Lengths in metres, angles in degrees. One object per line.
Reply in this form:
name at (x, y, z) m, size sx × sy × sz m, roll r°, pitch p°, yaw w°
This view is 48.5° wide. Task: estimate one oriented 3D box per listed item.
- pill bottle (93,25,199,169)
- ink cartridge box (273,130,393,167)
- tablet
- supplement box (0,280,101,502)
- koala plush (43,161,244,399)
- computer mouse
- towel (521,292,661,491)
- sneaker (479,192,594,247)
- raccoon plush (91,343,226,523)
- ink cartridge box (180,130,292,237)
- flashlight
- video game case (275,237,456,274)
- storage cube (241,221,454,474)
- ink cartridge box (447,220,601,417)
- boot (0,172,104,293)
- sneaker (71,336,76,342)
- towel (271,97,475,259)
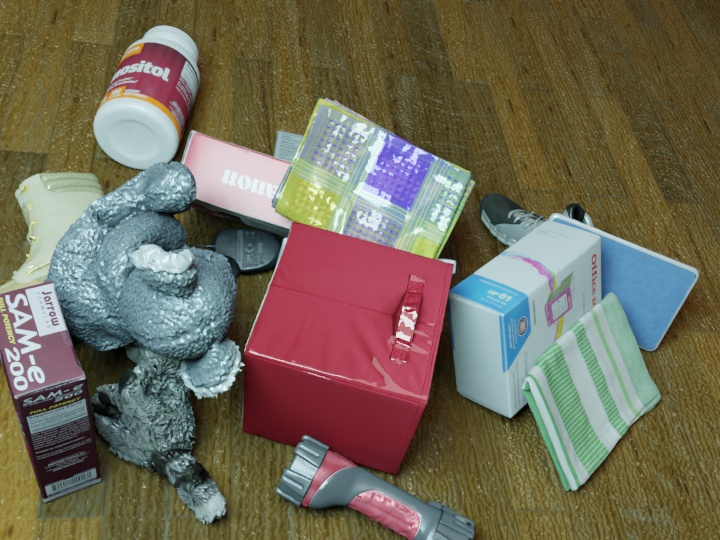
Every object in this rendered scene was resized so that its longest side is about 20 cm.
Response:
pill bottle at (-0.285, -0.244, 1.100) m, size 0.111 × 0.114 × 0.202 m, roll 10°, pitch 49°, yaw -6°
ink cartridge box at (0.015, -0.134, 1.029) m, size 0.199 × 0.044 × 0.172 m, roll 19°, pitch 13°, yaw 40°
tablet at (0.314, 0.017, 1.031) m, size 0.198 × 0.131 × 0.014 m, roll 22°, pitch 29°, yaw 4°
supplement box at (-0.288, 0.117, 0.739) m, size 0.060 × 0.201 × 0.109 m, roll -16°, pitch 56°, yaw -25°
koala plush at (-0.183, 0.022, 0.744) m, size 0.183 × 0.179 × 0.199 m, roll -30°, pitch 36°, yaw -25°
computer mouse at (-0.196, -0.025, 1.000) m, size 0.197 × 0.034 × 0.059 m, roll 3°, pitch 71°, yaw -6°
towel at (0.273, 0.139, 0.934) m, size 0.199 × 0.023 × 0.154 m, roll -32°, pitch 100°, yaw -34°
sneaker at (0.254, -0.065, 1.088) m, size 0.075 × 0.116 × 0.200 m, roll -29°, pitch 63°, yaw -32°
raccoon plush at (-0.187, 0.152, 0.840) m, size 0.201 × 0.096 × 0.134 m, roll 57°, pitch 39°, yaw -6°
ink cartridge box at (-0.116, -0.094, 0.971) m, size 0.198 × 0.176 × 0.085 m, roll 17°, pitch 88°, yaw 0°
flashlight at (0.014, 0.242, 0.807) m, size 0.198 × 0.068 × 0.068 m, roll 29°, pitch 7°, yaw 6°
video game case at (0.000, 0.000, 0.956) m, size 0.197 × 0.143 × 0.018 m, roll 8°, pitch 76°, yaw -8°
storage cube at (-0.016, 0.082, 0.843) m, size 0.177 × 0.201 × 0.172 m, roll 15°, pitch 54°, yaw 2°
ink cartridge box at (0.201, 0.052, 0.948) m, size 0.084 × 0.146 × 0.199 m, roll 19°, pitch 41°, yaw 41°
boot at (-0.341, -0.019, 0.839) m, size 0.198 × 0.073 × 0.156 m, roll -24°, pitch 67°, yaw -26°
sneaker at (-0.321, 0.017, 0.901) m, size 0.077 × 0.070 × 0.200 m, roll 33°, pitch 51°, yaw 6°
towel at (0.013, -0.088, 0.883) m, size 0.198 × 0.023 × 0.145 m, roll 28°, pitch 82°, yaw 1°
